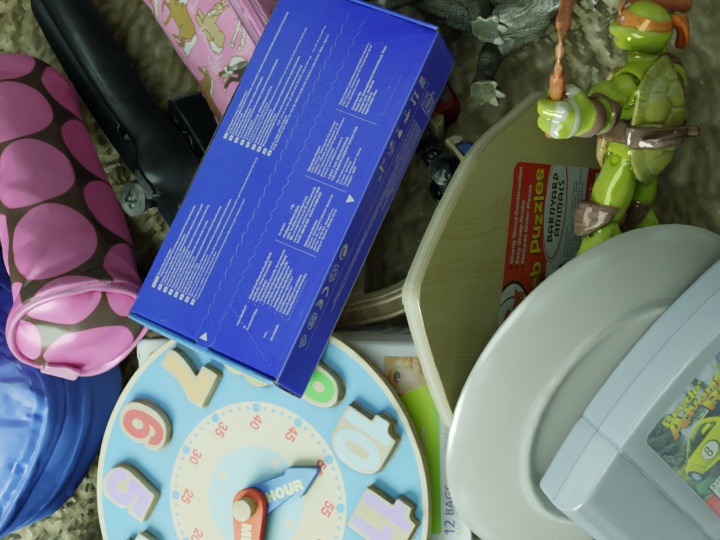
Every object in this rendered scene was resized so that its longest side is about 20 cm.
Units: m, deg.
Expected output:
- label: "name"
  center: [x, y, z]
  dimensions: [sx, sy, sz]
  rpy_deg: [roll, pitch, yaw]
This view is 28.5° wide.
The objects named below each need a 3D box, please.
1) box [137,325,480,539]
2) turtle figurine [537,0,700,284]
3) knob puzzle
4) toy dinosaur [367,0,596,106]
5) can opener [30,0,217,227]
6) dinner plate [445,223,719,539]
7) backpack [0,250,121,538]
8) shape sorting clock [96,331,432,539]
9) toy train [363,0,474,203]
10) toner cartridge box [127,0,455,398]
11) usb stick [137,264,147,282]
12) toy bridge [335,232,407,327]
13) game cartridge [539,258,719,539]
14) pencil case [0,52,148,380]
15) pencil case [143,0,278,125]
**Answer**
- label: "box"
  center: [-0.019, 0.090, 0.822]
  dimensions: [0.198, 0.101, 0.114]
  rpy_deg: [0, 93, 18]
- label: "turtle figurine"
  center: [0.141, -0.068, 0.723]
  dimensions: [0.064, 0.200, 0.163]
  rpy_deg: [13, 111, 23]
- label: "knob puzzle"
  center: [0.079, 0.006, 0.742]
  dimensions: [0.030, 0.219, 0.222]
  rpy_deg: [10, 97, 38]
- label: "toy dinosaur"
  center: [0.058, -0.157, 0.801]
  dimensions: [0.198, 0.103, 0.077]
  rpy_deg: [8, 140, 29]
- label: "can opener"
  center: [-0.146, -0.104, 0.885]
  dimensions: [0.200, 0.078, 0.064]
  rpy_deg: [50, 145, 13]
- label: "dinner plate"
  center: [0.133, 0.070, 0.731]
  dimensions: [0.201, 0.199, 0.024]
  rpy_deg: [-59, 43, 12]
- label: "backpack"
  center: [-0.264, 0.077, 0.873]
  dimensions: [0.199, 0.168, 0.163]
  rpy_deg: [35, 110, 12]
- label: "shape sorting clock"
  center: [-0.057, 0.124, 0.762]
  dimensions: [0.198, 0.039, 0.203]
  rpy_deg: [1, 93, 18]
- label: "toy train"
  center: [0.032, -0.094, 0.812]
  dimensions: [0.046, 0.034, 0.201]
  rpy_deg: [-32, 67, -10]
- label: "toner cartridge box"
  center: [-0.034, -0.045, 0.746]
  dimensions: [0.094, 0.043, 0.202]
  rpy_deg: [22, 82, 22]
- label: "usb stick"
  center: [-0.205, -0.032, 0.915]
  dimensions: [0.200, 0.033, 0.056]
  rpy_deg: [45, 112, 11]
- label: "toy bridge"
  center: [0.000, 0.000, 0.831]
  dimensions: [0.198, 0.027, 0.068]
  rpy_deg: [-12, 46, 18]
- label: "game cartridge"
  center: [0.187, 0.064, 0.724]
  dimensions: [0.200, 0.133, 0.041]
  rpy_deg: [-48, 39, 2]
- label: "pencil case"
  center: [-0.181, -0.029, 0.813]
  dimensions: [0.094, 0.090, 0.201]
  rpy_deg: [-49, 45, 26]
- label: "pencil case"
  center: [-0.080, -0.150, 0.836]
  dimensions: [0.082, 0.086, 0.201]
  rpy_deg: [-32, 86, 23]
